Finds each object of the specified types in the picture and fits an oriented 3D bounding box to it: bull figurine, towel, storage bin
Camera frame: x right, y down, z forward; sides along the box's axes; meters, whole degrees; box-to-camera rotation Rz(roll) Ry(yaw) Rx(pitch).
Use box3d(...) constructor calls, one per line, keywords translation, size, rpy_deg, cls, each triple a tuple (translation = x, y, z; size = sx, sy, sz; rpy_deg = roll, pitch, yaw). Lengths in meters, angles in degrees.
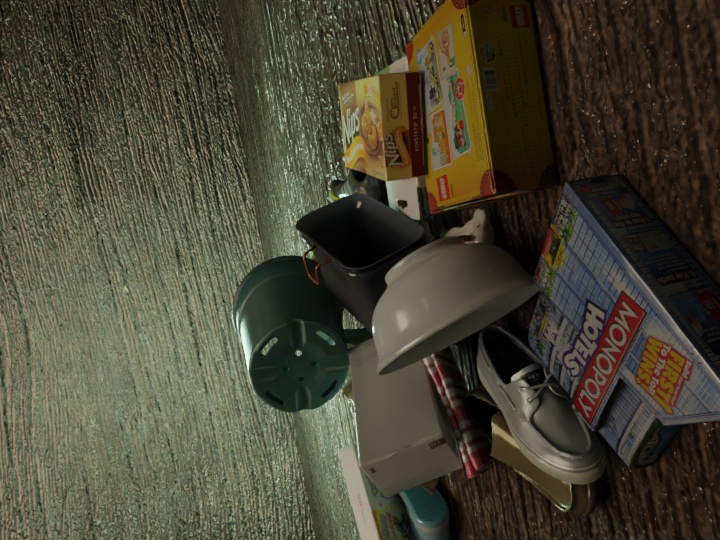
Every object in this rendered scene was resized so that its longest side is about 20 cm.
box3d(translation=(0.121, 0.001, 0.689), size=(0.122, 0.064, 0.204), rpy_deg=(-120, 28, -53), cls="bull figurine")
box3d(translation=(0.122, 0.167, 0.697), size=(0.146, 0.029, 0.203), rpy_deg=(38, -151, -64), cls="towel")
box3d(translation=(0.000, 0.000, 0.744), size=(0.199, 0.144, 0.137), rpy_deg=(36, 147, 52), cls="storage bin")

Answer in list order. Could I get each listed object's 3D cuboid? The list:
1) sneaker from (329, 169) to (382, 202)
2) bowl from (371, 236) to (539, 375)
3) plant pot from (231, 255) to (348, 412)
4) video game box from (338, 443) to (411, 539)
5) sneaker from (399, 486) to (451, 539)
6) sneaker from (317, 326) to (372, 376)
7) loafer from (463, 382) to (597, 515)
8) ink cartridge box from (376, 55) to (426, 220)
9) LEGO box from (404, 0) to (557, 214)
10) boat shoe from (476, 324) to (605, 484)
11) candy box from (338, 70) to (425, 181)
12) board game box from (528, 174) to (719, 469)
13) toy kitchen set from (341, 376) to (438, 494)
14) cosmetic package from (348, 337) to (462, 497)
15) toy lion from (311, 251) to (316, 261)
box3d(translation=(-0.005, -0.159, 1.012), size=(0.199, 0.072, 0.083), rpy_deg=(34, 123, 59), cls="sneaker")
box3d(translation=(0.087, 0.027, 0.567), size=(0.092, 0.198, 0.202), rpy_deg=(63, 158, 17), cls="bowl")
box3d(translation=(-0.106, 0.106, 0.832), size=(0.197, 0.195, 0.205), rpy_deg=(-120, 25, -65), cls="plant pot")
box3d(translation=(0.051, 0.429, 0.981), size=(0.047, 0.181, 0.203), rpy_deg=(-36, 57, 25), cls="video game box")
box3d(translation=(0.106, 0.432, 0.953), size=(0.200, 0.078, 0.133), rpy_deg=(-122, 19, -69), cls="sneaker")
box3d(translation=(-0.014, 0.135, 1.024), size=(0.200, 0.145, 0.079), rpy_deg=(14, 120, 42), cls="sneaker")
box3d(translation=(0.182, 0.197, 0.593), size=(0.200, 0.066, 0.078), rpy_deg=(-132, 34, -62), cls="loafer")
box3d(translation=(0.078, -0.177, 0.719), size=(0.117, 0.066, 0.205), rpy_deg=(-154, 56, -70), cls="ink cartridge box")
box3d(translation=(0.122, -0.174, 0.566), size=(0.149, 0.075, 0.205), rpy_deg=(179, 82, -73), cls="LEGO box")
box3d(translation=(0.178, 0.129, 0.554), size=(0.201, 0.069, 0.073), rpy_deg=(-123, 13, -58), cls="boat shoe")
box3d(translation=(0.022, -0.187, 0.680), size=(0.200, 0.054, 0.118), rpy_deg=(-133, 36, -68), cls="candy box")
box3d(translation=(0.218, 0.063, 0.420), size=(0.201, 0.060, 0.203), rpy_deg=(-119, 26, -48), cls="board game box")
box3d(translation=(0.109, 0.218, 0.834), size=(0.200, 0.181, 0.163), rpy_deg=(43, 177, -20), cls="toy kitchen set")
box3d(translation=(0.053, 0.175, 0.696), size=(0.082, 0.111, 0.202), rpy_deg=(57, -165, -34), cls="cosmetic package")
box3d(translation=(-0.005, -0.011, 0.910), size=(0.190, 0.068, 0.203), rpy_deg=(35, 134, 21), cls="toy lion")
